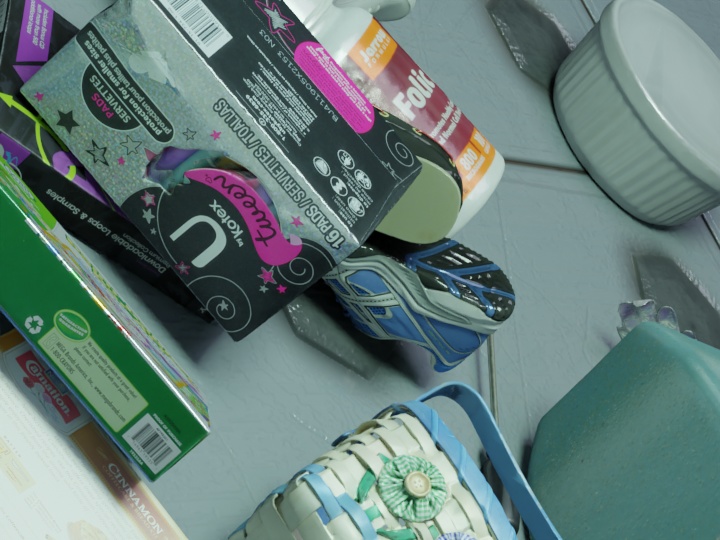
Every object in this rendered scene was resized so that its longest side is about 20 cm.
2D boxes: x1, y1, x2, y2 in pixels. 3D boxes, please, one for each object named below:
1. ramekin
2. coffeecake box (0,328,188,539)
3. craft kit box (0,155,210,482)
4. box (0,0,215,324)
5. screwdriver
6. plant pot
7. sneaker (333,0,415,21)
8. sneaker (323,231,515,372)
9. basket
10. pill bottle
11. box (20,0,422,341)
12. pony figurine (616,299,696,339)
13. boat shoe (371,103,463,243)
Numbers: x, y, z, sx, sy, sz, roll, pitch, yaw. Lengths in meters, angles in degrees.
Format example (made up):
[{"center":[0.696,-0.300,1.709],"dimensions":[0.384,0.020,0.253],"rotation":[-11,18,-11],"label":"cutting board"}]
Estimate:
[{"center":[0.251,-0.130,2.079],"dimensions":[0.202,0.094,0.203],"rotation":[36,33,-28],"label":"ramekin"},{"center":[-0.188,0.132,1.162],"dimensions":[0.154,0.073,0.200],"rotation":[52,28,3],"label":"coffeecake box"},{"center":[-0.158,0.015,1.279],"dimensions":[0.200,0.048,0.198],"rotation":[50,-4,-5],"label":"craft kit box"},{"center":[-0.152,-0.073,1.487],"dimensions":[0.200,0.036,0.143],"rotation":[37,32,-29],"label":"box"},{"center":[0.093,0.106,1.653],"dimensions":[0.201,0.028,0.029],"rotation":[-89,163,-51],"label":"screwdriver"},{"center":[0.225,0.152,1.637],"dimensions":[0.195,0.196,0.201],"rotation":[21,31,-43],"label":"plant pot"},{"center":[-0.030,-0.198,1.791],"dimensions":[0.199,0.075,0.100],"rotation":[9,67,-50],"label":"sneaker"},{"center":[0.000,0.000,1.595],"dimensions":[0.199,0.077,0.076],"rotation":[31,34,-1],"label":"sneaker"},{"center":[0.041,0.164,1.390],"dimensions":[0.200,0.139,0.177],"rotation":[-18,71,-50],"label":"basket"},{"center":[-0.006,-0.106,1.654],"dimensions":[0.200,0.114,0.114],"rotation":[46,29,-12],"label":"pill bottle"},{"center":[-0.082,-0.082,1.446],"dimensions":[0.200,0.115,0.132],"rotation":[49,30,-5],"label":"box"},{"center":[0.296,0.098,1.861],"dimensions":[0.201,0.165,0.194],"rotation":[-99,172,-47],"label":"pony figurine"},{"center":[-0.027,-0.082,1.555],"dimensions":[0.200,0.074,0.063],"rotation":[26,17,-4],"label":"boat shoe"}]
